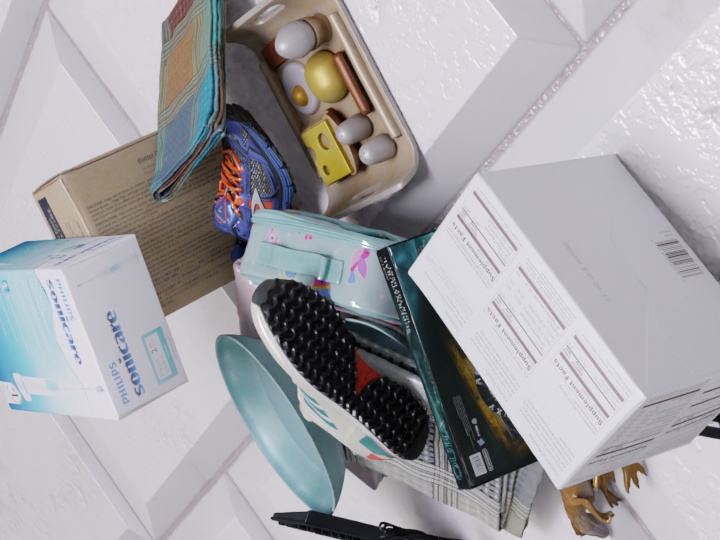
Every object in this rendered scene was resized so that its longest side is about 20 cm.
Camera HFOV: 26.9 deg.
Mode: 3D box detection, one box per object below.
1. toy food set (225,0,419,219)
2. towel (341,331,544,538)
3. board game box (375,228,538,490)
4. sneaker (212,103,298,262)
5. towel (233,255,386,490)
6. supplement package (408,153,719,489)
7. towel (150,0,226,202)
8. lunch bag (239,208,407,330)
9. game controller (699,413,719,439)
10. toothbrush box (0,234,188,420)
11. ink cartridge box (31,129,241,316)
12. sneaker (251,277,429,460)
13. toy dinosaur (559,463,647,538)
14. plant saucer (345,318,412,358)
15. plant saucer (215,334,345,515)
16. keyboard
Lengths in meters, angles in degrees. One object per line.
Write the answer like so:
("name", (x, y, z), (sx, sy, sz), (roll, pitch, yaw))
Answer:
("toy food set", (-0.043, -0.144, 1.332), (0.143, 0.060, 0.200), (-24, 94, 54))
("towel", (0.066, 0.152, 1.318), (0.199, 0.035, 0.193), (23, 144, 15))
("board game box", (0.107, 0.057, 1.198), (0.028, 0.135, 0.201), (-21, 87, 68))
("sneaker", (-0.102, -0.068, 1.394), (0.075, 0.078, 0.200), (50, 163, 45))
("towel", (-0.045, 0.098, 1.444), (0.191, 0.032, 0.200), (35, 148, 26))
("supplement package", (0.163, 0.031, 1.078), (0.200, 0.155, 0.111), (56, 133, 25))
("towel", (-0.159, -0.179, 1.386), (0.147, 0.022, 0.201), (-42, 44, 51))
("lunch bag", (0.000, 0.000, 1.292), (0.200, 0.160, 0.077), (13, 85, 48))
("game controller", (0.257, 0.081, 1.149), (0.200, 0.042, 0.105), (8, 134, 49))
("toothbrush box", (-0.265, 0.050, 1.374), (0.200, 0.085, 0.147), (-2, 111, 50))
("ink cartridge box", (-0.191, -0.047, 1.460), (0.075, 0.200, 0.165), (-19, 98, 53))
("sneaker", (-0.035, 0.090, 1.240), (0.200, 0.070, 0.093), (45, 143, -23))
("toy dinosaur", (0.176, 0.152, 1.269), (0.106, 0.060, 0.201), (6, 118, 51))
("plant saucer", (0.045, 0.120, 1.411), (0.201, 0.039, 0.201), (37, 148, 28))
("plant saucer", (-0.069, 0.139, 1.431), (0.200, 0.036, 0.200), (49, 159, 27))
("keyboard", (0.025, 0.258, 1.441), (0.127, 0.200, 0.021), (-16, 61, 54))
